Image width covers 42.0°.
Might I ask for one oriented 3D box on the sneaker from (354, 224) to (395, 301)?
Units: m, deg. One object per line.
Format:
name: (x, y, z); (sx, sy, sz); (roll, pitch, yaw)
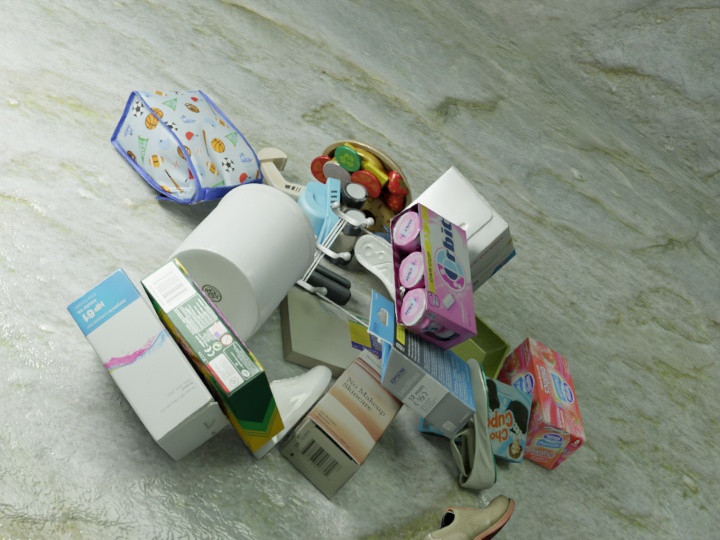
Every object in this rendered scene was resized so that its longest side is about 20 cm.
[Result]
sneaker: (0.084, 0.008, 1.631); (0.200, 0.081, 0.146); (42, 13, 15)

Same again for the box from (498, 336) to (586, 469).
box: (0.318, 0.233, 1.659); (0.102, 0.095, 0.202); (28, 35, -21)

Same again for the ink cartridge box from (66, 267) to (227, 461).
ink cartridge box: (-0.253, 0.118, 1.131); (0.084, 0.145, 0.201); (-36, 74, -13)

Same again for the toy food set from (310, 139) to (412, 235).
toy food set: (0.003, -0.153, 1.695); (0.197, 0.200, 0.049); (39, 58, -5)

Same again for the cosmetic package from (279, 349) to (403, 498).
cosmetic package: (-0.017, 0.213, 1.334); (0.103, 0.088, 0.200); (41, 32, 2)

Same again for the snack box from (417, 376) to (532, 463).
snack box: (0.190, 0.231, 1.529); (0.198, 0.037, 0.118); (22, 71, -28)

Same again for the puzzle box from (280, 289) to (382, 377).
puzzle box: (-0.036, 0.113, 1.490); (0.198, 0.025, 0.134); (23, 36, -28)

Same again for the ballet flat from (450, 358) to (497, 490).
ballet flat: (0.169, 0.241, 1.458); (0.069, 0.069, 0.204); (-3, 85, -48)

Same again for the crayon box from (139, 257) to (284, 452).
crayon box: (-0.183, 0.109, 1.172); (0.058, 0.174, 0.200); (-34, 62, -17)

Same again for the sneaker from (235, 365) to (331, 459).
sneaker: (-0.108, 0.171, 1.300); (0.085, 0.073, 0.200); (45, 34, 2)

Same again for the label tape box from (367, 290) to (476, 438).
label tape box: (0.075, 0.135, 1.383); (0.199, 0.066, 0.144); (37, 19, -12)

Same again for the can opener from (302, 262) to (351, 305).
can opener: (-0.094, -0.010, 1.543); (0.198, 0.066, 0.053); (33, 31, -22)

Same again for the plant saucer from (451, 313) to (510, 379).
plant saucer: (0.158, 0.127, 1.659); (0.199, 0.048, 0.200); (42, 32, 0)

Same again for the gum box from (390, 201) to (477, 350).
gum box: (0.110, 0.013, 1.422); (0.113, 0.066, 0.203); (27, 47, -37)

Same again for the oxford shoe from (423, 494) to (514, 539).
oxford shoe: (0.162, 0.365, 1.364); (0.075, 0.071, 0.199); (45, 31, 16)

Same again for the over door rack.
over door rack: (0.000, 0.000, 1.493); (0.198, 0.149, 0.067); (34, -12, 7)

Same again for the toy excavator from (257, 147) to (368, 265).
toy excavator: (-0.093, -0.125, 1.654); (0.196, 0.101, 0.197); (13, 47, -14)

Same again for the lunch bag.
lunch bag: (-0.271, -0.186, 1.505); (0.200, 0.125, 0.169); (43, 31, 17)

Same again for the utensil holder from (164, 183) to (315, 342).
utensil holder: (-0.175, -0.008, 1.353); (0.169, 0.170, 0.201); (39, 33, -3)

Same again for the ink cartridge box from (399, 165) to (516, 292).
ink cartridge box: (0.166, -0.055, 1.626); (0.147, 0.146, 0.200); (50, 2, 17)
